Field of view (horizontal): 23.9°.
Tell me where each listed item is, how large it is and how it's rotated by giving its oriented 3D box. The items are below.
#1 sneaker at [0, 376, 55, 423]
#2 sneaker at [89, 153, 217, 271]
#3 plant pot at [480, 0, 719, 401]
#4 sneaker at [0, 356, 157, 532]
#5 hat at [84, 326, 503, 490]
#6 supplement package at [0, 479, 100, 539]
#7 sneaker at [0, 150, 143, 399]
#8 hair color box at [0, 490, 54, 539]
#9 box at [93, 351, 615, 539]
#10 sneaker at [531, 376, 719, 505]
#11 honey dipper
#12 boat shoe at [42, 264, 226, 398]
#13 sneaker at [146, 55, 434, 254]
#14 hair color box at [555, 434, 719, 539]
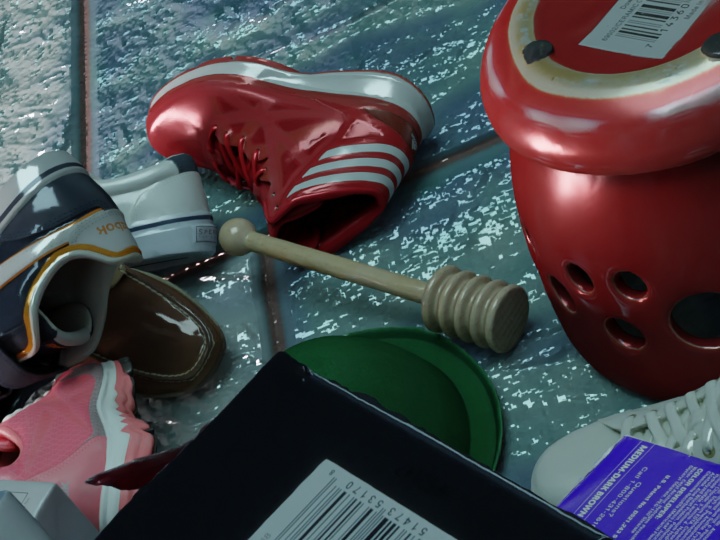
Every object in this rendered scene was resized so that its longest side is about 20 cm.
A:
[{"bbox_3d":[-0.251,0.106,0.974,0.081,0.074,0.200,7,54,33],"label":"sneaker"},{"bbox_3d":[-0.185,-0.027,1.056,0.200,0.073,0.071,-9,81,12],"label":"sneaker"},{"bbox_3d":[0.161,-0.066,0.811,0.200,0.183,0.201,-19,39,16],"label":"plant pot"},{"bbox_3d":[-0.158,0.087,0.875,0.087,0.074,0.200,4,8,-15],"label":"sneaker"},{"bbox_3d":[-0.035,0.048,0.812,0.166,0.176,0.200,-30,39,1],"label":"hat"},{"bbox_3d":[-0.211,0.195,0.788,0.200,0.152,0.151,-1,47,31],"label":"supplement package"},{"bbox_3d":[-0.196,0.035,0.903,0.079,0.078,0.200,45,107,16],"label":"sneaker"},{"bbox_3d":[-0.107,0.190,0.626,0.061,0.200,0.099,-23,23,37],"label":"hair color box"},{"bbox_3d":[0.030,0.163,0.634,0.117,0.200,0.197,-45,41,-18],"label":"box"},{"bbox_3d":[0.162,0.066,0.747,0.200,0.085,0.073,-13,44,22],"label":"sneaker"},{"bbox_3d":[0.000,0.000,0.933,0.200,0.038,0.038,18,59,34],"label":"honey dipper"},{"bbox_3d":[-0.173,0.016,0.971,0.200,0.072,0.076,21,83,15],"label":"boat shoe"},{"bbox_3d":[-0.063,-0.066,1.031,0.200,0.078,0.116,-2,46,32],"label":"sneaker"},{"bbox_3d":[0.161,0.134,0.612,0.065,0.109,0.200,-44,22,-17],"label":"hair color box"}]
